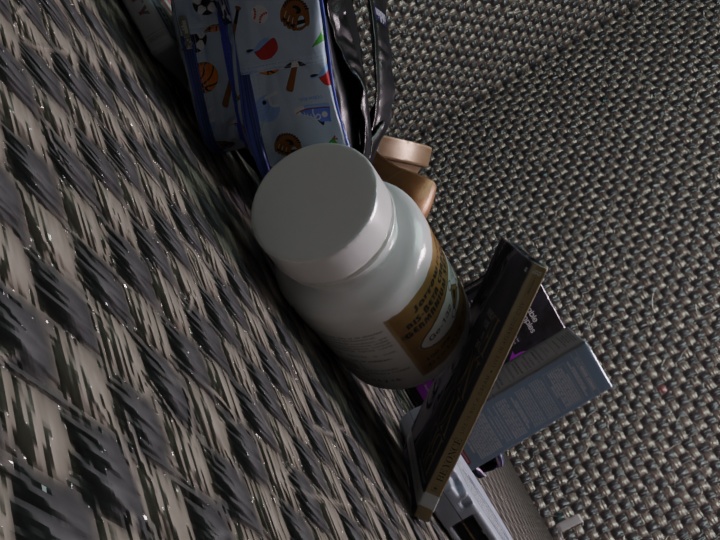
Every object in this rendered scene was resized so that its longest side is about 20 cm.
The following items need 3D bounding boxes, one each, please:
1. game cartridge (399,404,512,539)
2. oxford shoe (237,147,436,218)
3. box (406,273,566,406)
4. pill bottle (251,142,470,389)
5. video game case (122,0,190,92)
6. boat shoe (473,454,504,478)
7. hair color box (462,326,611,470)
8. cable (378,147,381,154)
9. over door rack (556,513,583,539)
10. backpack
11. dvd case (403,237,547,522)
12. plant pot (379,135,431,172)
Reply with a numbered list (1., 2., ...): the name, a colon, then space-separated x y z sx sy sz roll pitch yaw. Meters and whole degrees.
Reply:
1. game cartridge: 0.100 0.221 0.899 0.200 0.041 0.133 58 0 -29
2. oxford shoe: -0.023 -0.083 0.849 0.199 0.071 0.071 26 -15 25
3. box: 0.141 0.090 1.159 0.143 0.199 0.036 58 4 -17
4. pill bottle: 0.003 0.000 0.709 0.115 0.114 0.200 62 5 34
5. video game case: -0.171 -0.225 0.825 0.183 0.023 0.200 61 4 11
6. boat shoe: 0.128 0.175 1.279 0.201 0.074 0.093 60 -4 -6
7. hair color box: 0.166 0.145 1.085 0.061 0.199 0.099 59 4 -5
8. cable: 0.018 -0.050 1.044 0.097 0.050 0.201 -118 -172 -51
9. over door rack: 0.291 0.444 1.325 0.201 0.066 0.148 86 -17 -47
10. backpack: -0.053 -0.152 0.744 0.200 0.153 0.191 -46 121 -76
11. dvd case: 0.082 0.075 0.758 0.016 0.201 0.149 23 8 -4
12. plant pot: -0.018 -0.124 1.204 0.201 0.200 0.093 -56 156 -86
